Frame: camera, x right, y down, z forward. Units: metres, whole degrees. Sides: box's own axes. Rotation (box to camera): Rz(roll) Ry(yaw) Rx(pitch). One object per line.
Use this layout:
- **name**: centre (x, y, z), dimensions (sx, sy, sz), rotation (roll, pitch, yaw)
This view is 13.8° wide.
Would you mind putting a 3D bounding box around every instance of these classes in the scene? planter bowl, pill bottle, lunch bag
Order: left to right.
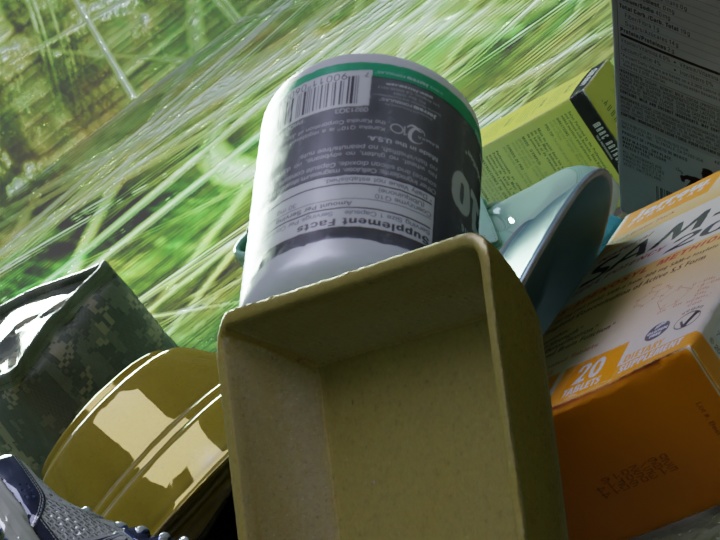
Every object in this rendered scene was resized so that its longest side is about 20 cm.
- **lunch bag**: centre (-0.168, 0.102, 1.671), dimensions (0.200, 0.164, 0.118), rotation (-20, 25, 50)
- **planter bowl**: centre (-0.101, 0.100, 1.507), dimensions (0.200, 0.083, 0.200), rotation (-45, -12, -12)
- **pill bottle**: centre (0.000, 0.000, 1.428), dimensions (0.113, 0.113, 0.200), rotation (-29, 36, 30)

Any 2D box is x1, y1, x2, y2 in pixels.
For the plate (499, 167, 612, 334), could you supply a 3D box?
- **plate**: centre (0.060, 0.043, 1.321), dimensions (0.200, 0.026, 0.200), rotation (-61, -13, -24)

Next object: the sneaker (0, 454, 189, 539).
- **sneaker**: centre (-0.098, 0.150, 1.331), dimensions (0.085, 0.200, 0.077), rotation (-32, -29, -23)

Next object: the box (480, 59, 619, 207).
- **box**: centre (0.081, -0.044, 1.758), dimensions (0.200, 0.075, 0.050), rotation (-30, 11, 32)

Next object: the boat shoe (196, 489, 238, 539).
- **boat shoe**: centre (-0.080, 0.166, 1.405), dimensions (0.074, 0.073, 0.200), rotation (-26, 16, 40)

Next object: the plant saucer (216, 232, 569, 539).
- **plant saucer**: centre (0.022, 0.099, 1.205), dimensions (0.048, 0.200, 0.200), rotation (-2, -9, -35)

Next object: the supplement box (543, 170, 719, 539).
- **supplement box**: centre (0.146, 0.028, 1.299), dimensions (0.126, 0.074, 0.200), rotation (-27, 15, 37)

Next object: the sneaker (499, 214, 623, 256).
- **sneaker**: centre (0.078, 0.025, 1.485), dimensions (0.200, 0.080, 0.078), rotation (-26, 16, 42)

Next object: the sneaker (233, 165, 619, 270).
- **sneaker**: centre (0.032, -0.025, 1.562), dimensions (0.200, 0.118, 0.074), rotation (-31, 23, 0)

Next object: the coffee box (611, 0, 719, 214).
- **coffee box**: centre (0.184, -0.121, 1.453), dimensions (0.080, 0.200, 0.113), rotation (25, 51, 30)
